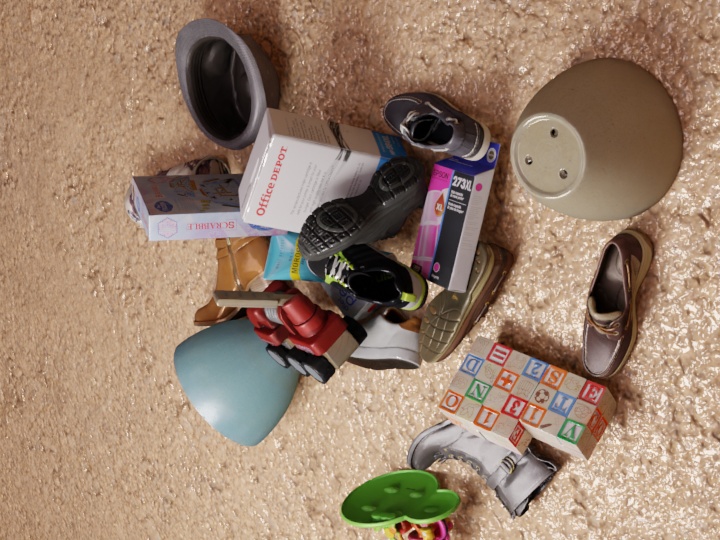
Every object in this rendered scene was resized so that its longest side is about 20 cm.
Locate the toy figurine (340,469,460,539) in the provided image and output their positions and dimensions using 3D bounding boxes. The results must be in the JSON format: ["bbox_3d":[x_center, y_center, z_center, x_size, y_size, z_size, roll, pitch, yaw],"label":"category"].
[{"bbox_3d":[0.085,0.409,1.775,0.200,0.150,0.184,-1,113,45],"label":"toy figurine"}]

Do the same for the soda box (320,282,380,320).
[{"bbox_3d":[-0.037,-0.025,1.794,0.200,0.063,0.068,54,129,15],"label":"soda box"}]

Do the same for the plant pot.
[{"bbox_3d":[-0.172,0.152,1.895,0.135,0.200,0.200,-39,75,17],"label":"plant pot"}]

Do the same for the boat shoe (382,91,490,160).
[{"bbox_3d":[0.086,-0.198,1.615,0.200,0.063,0.073,31,107,47],"label":"boat shoe"}]

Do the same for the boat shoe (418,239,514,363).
[{"bbox_3d":[0.144,0.049,1.650,0.200,0.067,0.072,-62,38,29],"label":"boat shoe"}]

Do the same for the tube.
[{"bbox_3d":[-0.045,-0.012,1.732,0.200,0.050,0.078,8,77,27],"label":"tube"}]

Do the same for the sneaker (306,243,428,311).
[{"bbox_3d":[0.000,0.000,1.630,0.200,0.083,0.072,18,99,32],"label":"sneaker"}]

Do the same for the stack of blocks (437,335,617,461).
[{"bbox_3d":[0.217,0.177,1.594,0.200,0.059,0.115,21,73,35],"label":"stack of blocks"}]

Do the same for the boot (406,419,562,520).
[{"bbox_3d":[0.167,0.273,1.699,0.174,0.069,0.200,53,127,17],"label":"boot"}]

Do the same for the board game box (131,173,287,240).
[{"bbox_3d":[-0.225,-0.096,1.795,0.200,0.199,0.041,-129,40,-64],"label":"board game box"}]

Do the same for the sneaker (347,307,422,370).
[{"bbox_3d":[0.027,0.099,1.787,0.200,0.073,0.085,-3,67,49],"label":"sneaker"}]

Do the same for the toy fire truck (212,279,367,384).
[{"bbox_3d":[-0.119,0.062,1.734,0.200,0.129,0.176,52,162,-26],"label":"toy fire truck"}]

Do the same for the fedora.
[{"bbox_3d":[-0.186,-0.286,1.831,0.177,0.090,0.200,-10,102,44],"label":"fedora"}]

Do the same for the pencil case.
[{"bbox_3d":[-0.298,-0.123,1.982,0.200,0.078,0.090,-12,74,42],"label":"pencil case"}]

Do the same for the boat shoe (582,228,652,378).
[{"bbox_3d":[0.305,0.047,1.512,0.072,0.072,0.200,28,119,32],"label":"boat shoe"}]

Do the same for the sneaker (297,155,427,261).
[{"bbox_3d":[0.010,-0.066,1.631,0.076,0.200,0.091,56,176,38],"label":"sneaker"}]

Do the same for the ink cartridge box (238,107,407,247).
[{"bbox_3d":[-0.053,-0.127,1.683,0.084,0.200,0.146,-105,32,-53],"label":"ink cartridge box"}]

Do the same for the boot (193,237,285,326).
[{"bbox_3d":[-0.212,0.000,1.942,0.200,0.077,0.155,-23,88,40],"label":"boot"}]

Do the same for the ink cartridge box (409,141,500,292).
[{"bbox_3d":[0.124,-0.079,1.613,0.095,0.037,0.200,25,103,55],"label":"ink cartridge box"}]

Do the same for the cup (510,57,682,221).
[{"bbox_3d":[0.259,-0.146,1.449,0.200,0.143,0.201,12,110,37],"label":"cup"}]
